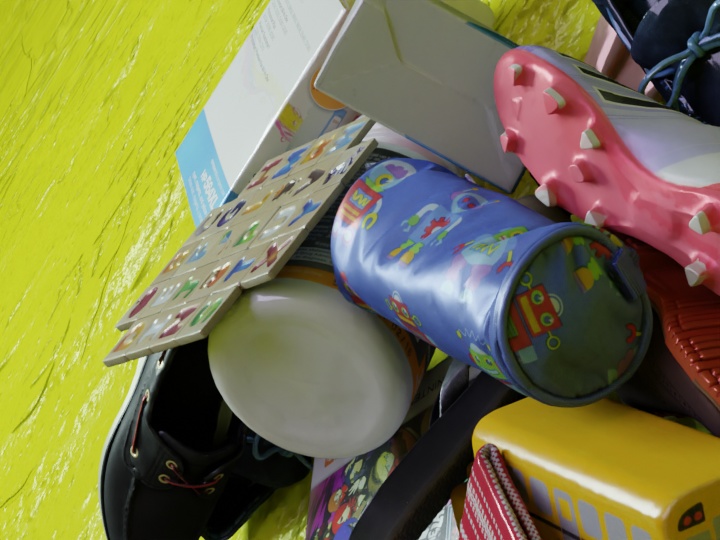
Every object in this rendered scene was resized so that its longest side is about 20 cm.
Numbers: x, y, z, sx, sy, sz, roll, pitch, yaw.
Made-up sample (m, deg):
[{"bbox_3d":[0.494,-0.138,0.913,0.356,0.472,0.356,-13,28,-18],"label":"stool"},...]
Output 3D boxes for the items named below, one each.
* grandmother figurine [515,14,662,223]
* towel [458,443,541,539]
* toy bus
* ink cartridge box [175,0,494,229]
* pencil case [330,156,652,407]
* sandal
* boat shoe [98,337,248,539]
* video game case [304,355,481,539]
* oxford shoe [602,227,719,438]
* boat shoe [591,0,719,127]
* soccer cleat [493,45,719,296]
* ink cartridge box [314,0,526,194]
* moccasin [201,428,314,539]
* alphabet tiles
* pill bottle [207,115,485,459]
[{"bbox_3d":[0.124,-0.076,0.972,0.201,0.060,0.121,-61,16,2],"label":"grandmother figurine"},{"bbox_3d":[0.060,0.196,0.784,0.145,0.022,0.202,-115,28,-59],"label":"towel"},{"bbox_3d":[0.105,0.102,0.791,0.200,0.065,0.079,17,124,65],"label":"toy bus"},{"bbox_3d":[-0.009,-0.102,1.171,0.201,0.128,0.126,-56,26,20],"label":"ink cartridge box"},{"bbox_3d":[0.056,0.000,0.845,0.087,0.078,0.200,-42,25,-10],"label":"pencil case"},{"bbox_3d":[0.053,0.059,0.894,0.200,0.043,0.076,-46,-19,-30],"label":"sandal"},{"bbox_3d":[-0.107,0.101,1.089,0.063,0.073,0.203,-130,54,-61],"label":"boat shoe"},{"bbox_3d":[0.025,0.153,0.978,0.181,0.036,0.201,-39,35,46],"label":"video game case"},{"bbox_3d":[0.153,0.041,0.815,0.200,0.071,0.073,-115,29,-58],"label":"oxford shoe"},{"bbox_3d":[0.152,-0.108,0.873,0.084,0.068,0.200,-54,47,13],"label":"boat shoe"},{"bbox_3d":[0.138,-0.047,0.824,0.200,0.076,0.067,39,139,41],"label":"soccer cleat"},{"bbox_3d":[0.043,-0.107,0.992,0.068,0.116,0.200,-61,2,9],"label":"ink cartridge box"},{"bbox_3d":[-0.049,0.107,1.142,0.200,0.080,0.069,121,154,-48],"label":"moccasin"},{"bbox_3d":[-0.067,-0.016,1.012,0.167,0.006,0.200,-53,17,-26],"label":"alphabet tiles"},{"bbox_3d":[0.000,0.000,1.029,0.116,0.116,0.201,-41,14,41],"label":"pill bottle"}]
